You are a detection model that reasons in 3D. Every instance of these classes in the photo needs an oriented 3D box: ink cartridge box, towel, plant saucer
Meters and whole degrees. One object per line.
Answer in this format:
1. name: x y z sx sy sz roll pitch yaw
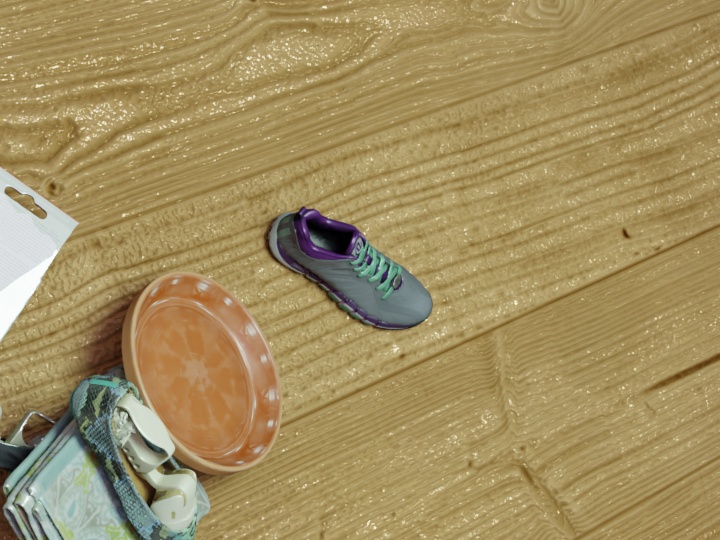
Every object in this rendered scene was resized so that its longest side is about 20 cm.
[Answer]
1. ink cartridge box: -0.361 0.009 1.220 0.108 0.050 0.201 36 66 -14
2. towel: -0.226 0.208 1.191 0.200 0.048 0.173 -53 125 -50
3. plant saucer: -0.153 0.099 1.267 0.200 0.032 0.202 35 42 -39

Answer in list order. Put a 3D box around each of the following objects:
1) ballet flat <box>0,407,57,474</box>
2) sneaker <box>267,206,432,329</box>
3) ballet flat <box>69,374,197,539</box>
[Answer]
1. ballet flat: -0.322 0.156 1.197 0.198 0.073 0.074 18 72 -27
2. sneaker: 0.000 0.000 1.370 0.198 0.087 0.075 28 69 -18
3. ballet flat: -0.184 0.177 1.161 0.074 0.074 0.201 -44 121 -26
